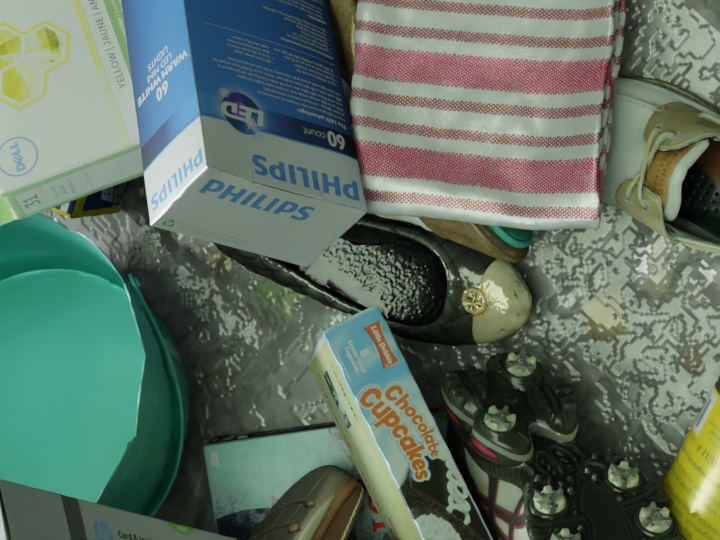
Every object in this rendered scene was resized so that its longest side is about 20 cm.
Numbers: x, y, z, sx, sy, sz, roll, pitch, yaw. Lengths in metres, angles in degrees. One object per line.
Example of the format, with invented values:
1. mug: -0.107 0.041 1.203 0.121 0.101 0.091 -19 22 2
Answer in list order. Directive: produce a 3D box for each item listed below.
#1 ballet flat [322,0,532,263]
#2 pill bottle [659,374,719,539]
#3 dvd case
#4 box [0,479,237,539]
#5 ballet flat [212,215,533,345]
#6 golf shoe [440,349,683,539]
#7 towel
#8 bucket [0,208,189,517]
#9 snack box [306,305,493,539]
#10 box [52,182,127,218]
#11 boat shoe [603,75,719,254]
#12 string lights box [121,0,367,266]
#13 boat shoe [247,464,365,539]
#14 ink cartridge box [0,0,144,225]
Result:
1. ballet flat: 0.020 -0.077 1.279 0.072 0.068 0.201 -36 78 25
2. pill bottle: 0.197 0.150 1.202 0.111 0.111 0.201 30 105 17
3. dvd case: 0.013 0.155 1.323 0.199 0.022 0.147 -9 91 21
4. box: -0.177 0.173 1.232 0.155 0.200 0.041 -30 60 25
5. ballet flat: 0.000 0.000 1.296 0.199 0.057 0.067 16 101 20
6. golf shoe: 0.105 0.130 1.201 0.200 0.077 0.089 -121 27 -45
7. towel: 0.064 -0.123 1.223 0.145 0.030 0.202 4 79 16
8. bucket: -0.197 0.073 1.315 0.205 0.135 0.209 -2 79 13
9. snack box: 0.033 0.122 1.240 0.037 0.116 0.201 -25 84 -9
10. box: -0.229 -0.097 1.377 0.199 0.064 0.071 22 102 18
11. boat shoe: 0.170 -0.054 1.219 0.199 0.068 0.075 20 101 19
12. string lights box: -0.066 -0.110 1.231 0.059 0.102 0.201 -40 48 39
13. boat shoe: -0.043 0.205 1.308 0.071 0.076 0.201 25 95 -16
14. ink cartridge box: -0.209 -0.095 1.265 0.199 0.048 0.146 -20 69 -3
